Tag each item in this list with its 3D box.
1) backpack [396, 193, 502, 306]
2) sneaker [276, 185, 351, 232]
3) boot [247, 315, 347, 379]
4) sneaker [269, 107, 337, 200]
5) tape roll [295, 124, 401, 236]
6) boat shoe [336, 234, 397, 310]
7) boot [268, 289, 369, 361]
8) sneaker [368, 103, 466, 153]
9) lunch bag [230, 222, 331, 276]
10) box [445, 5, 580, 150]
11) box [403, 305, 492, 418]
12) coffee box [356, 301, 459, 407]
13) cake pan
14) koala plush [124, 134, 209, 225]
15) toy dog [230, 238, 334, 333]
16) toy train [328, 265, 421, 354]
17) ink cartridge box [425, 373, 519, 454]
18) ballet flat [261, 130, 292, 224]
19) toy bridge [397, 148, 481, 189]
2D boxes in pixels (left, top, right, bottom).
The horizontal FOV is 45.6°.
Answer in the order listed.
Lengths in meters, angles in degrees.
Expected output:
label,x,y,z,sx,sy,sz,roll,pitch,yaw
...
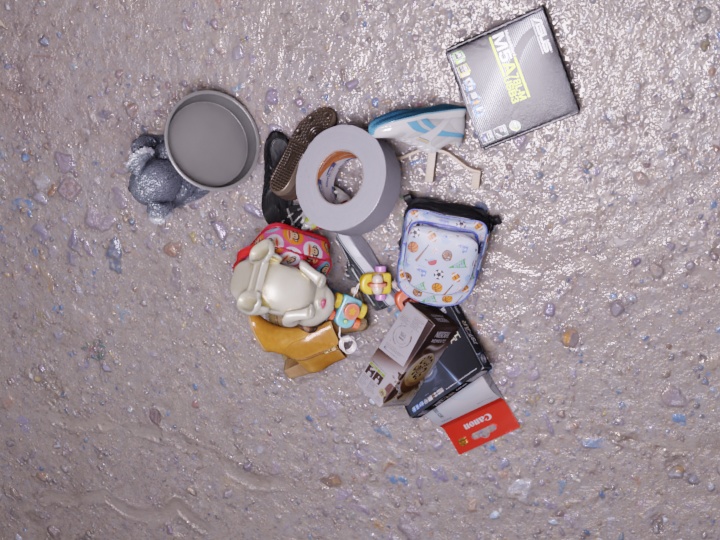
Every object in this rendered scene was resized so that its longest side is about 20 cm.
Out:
label,x,y,z,sx,sy,sz,roll,pitch,yaw
backpack,0.156,-0.027,1.660,0.197,0.154,0.193,14,120,10
sneaker,-0.097,-0.099,1.747,0.199,0.084,0.078,-28,58,31
boot,-0.124,0.128,1.728,0.143,0.071,0.202,-26,124,13
sneaker,-0.107,-0.231,1.713,0.070,0.075,0.201,38,93,28
tape roll,-0.024,-0.170,1.619,0.198,0.066,0.204,-4,82,28
boat shoe,0.000,0.000,1.753,0.070,0.072,0.201,-31,98,22
boot,-0.076,0.130,1.794,0.197,0.067,0.176,-11,135,10
sneaker,0.109,-0.257,1.584,0.197,0.076,0.082,-9,112,-21
lunch bag,-0.170,-0.008,1.718,0.174,0.083,0.200,16,140,-31
box,0.278,-0.348,1.562,0.191,0.048,0.202,-17,103,24
box,0.149,0.182,1.748,0.199,0.043,0.162,-38,66,25
coffee box,0.094,0.167,1.692,0.080,0.112,0.201,40,108,30
cake pan,-0.299,-0.256,1.711,0.037,0.199,0.202,-10,110,61
koala plush,-0.401,-0.191,1.740,0.181,0.200,0.180,-10,105,20
toy dog,-0.139,0.051,1.627,0.198,0.141,0.193,21,157,-31
toy train,0.034,0.079,1.699,0.198,0.056,0.152,-30,103,-10
ink cartridge box,0.217,0.286,1.798,0.159,0.047,0.201,-30,96,24
ballet flat,-0.170,-0.188,1.763,0.065,0.057,0.203,0,116,-13
toy bridge,0.138,-0.206,1.664,0.197,0.027,0.068,10,109,14
